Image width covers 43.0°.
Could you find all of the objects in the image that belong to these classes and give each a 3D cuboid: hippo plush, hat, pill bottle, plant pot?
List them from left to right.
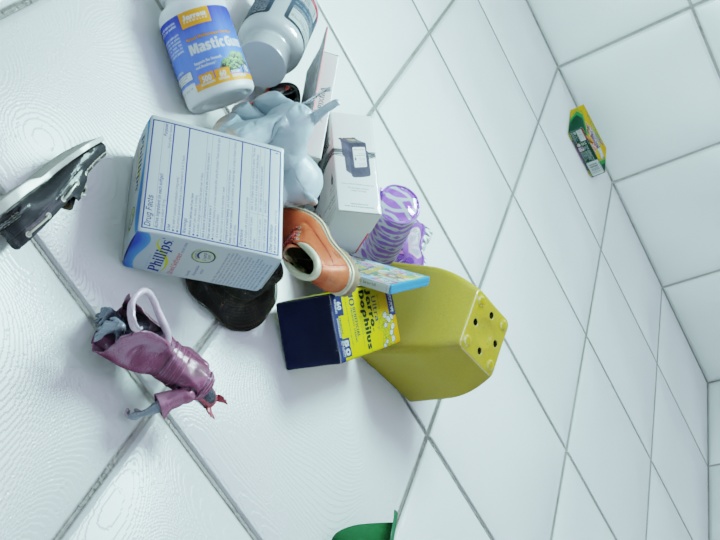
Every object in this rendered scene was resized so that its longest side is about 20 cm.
[{"bbox_3d":[-0.247,-0.358,1.418,0.112,0.111,0.202,-20,90,-60],"label":"pill bottle"},{"bbox_3d":[-0.168,-0.011,1.358,0.200,0.080,0.203,24,59,-49],"label":"hat"},{"bbox_3d":[-0.150,-0.413,1.603,0.120,0.119,0.201,51,35,-30],"label":"pill bottle"},{"bbox_3d":[-0.121,-0.184,1.433,0.160,0.198,0.162,-117,-171,-61],"label":"hippo plush"},{"bbox_3d":[-0.040,0.429,1.395,0.167,0.173,0.202,-75,173,-48],"label":"hat"},{"bbox_3d":[0.148,0.114,1.657,0.194,0.198,0.197,44,58,-36],"label":"plant pot"}]

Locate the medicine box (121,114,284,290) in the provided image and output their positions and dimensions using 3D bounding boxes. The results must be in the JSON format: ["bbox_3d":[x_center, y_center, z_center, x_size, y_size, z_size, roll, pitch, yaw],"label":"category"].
[{"bbox_3d":[-0.212,-0.089,1.252,0.198,0.103,0.184,11,59,-21],"label":"medicine box"}]

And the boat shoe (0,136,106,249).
[{"bbox_3d":[-0.368,-0.098,1.107,0.061,0.073,0.200,58,35,-19],"label":"boat shoe"}]

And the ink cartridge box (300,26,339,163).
[{"bbox_3d":[-0.073,-0.285,1.571,0.044,0.176,0.203,13,73,-13],"label":"ink cartridge box"}]

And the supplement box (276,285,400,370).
[{"bbox_3d":[-0.033,0.087,1.500,0.199,0.108,0.110,-12,92,-60],"label":"supplement box"}]

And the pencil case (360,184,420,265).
[{"bbox_3d":[0.049,-0.079,1.663,0.085,0.200,0.084,34,63,4],"label":"pencil case"}]

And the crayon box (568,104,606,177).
[{"bbox_3d":[0.816,-0.466,3.281,0.201,0.058,0.173,55,33,-25],"label":"crayon box"}]

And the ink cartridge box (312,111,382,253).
[{"bbox_3d":[-0.030,-0.154,1.608,0.083,0.145,0.202,5,62,-19],"label":"ink cartridge box"}]

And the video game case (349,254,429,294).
[{"bbox_3d":[0.000,0.000,1.549,0.143,0.198,0.018,-10,113,-59],"label":"video game case"}]

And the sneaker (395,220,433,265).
[{"bbox_3d":[0.086,-0.045,1.828,0.089,0.080,0.201,46,32,-24],"label":"sneaker"}]

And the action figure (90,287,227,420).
[{"bbox_3d":[-0.237,0.107,1.144,0.199,0.148,0.135,39,34,-20],"label":"action figure"}]

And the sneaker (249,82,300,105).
[{"bbox_3d":[-0.132,-0.288,1.593,0.078,0.081,0.200,59,28,-17],"label":"sneaker"}]

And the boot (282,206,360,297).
[{"bbox_3d":[-0.092,-0.041,1.396,0.107,0.076,0.200,14,24,-50],"label":"boot"}]
